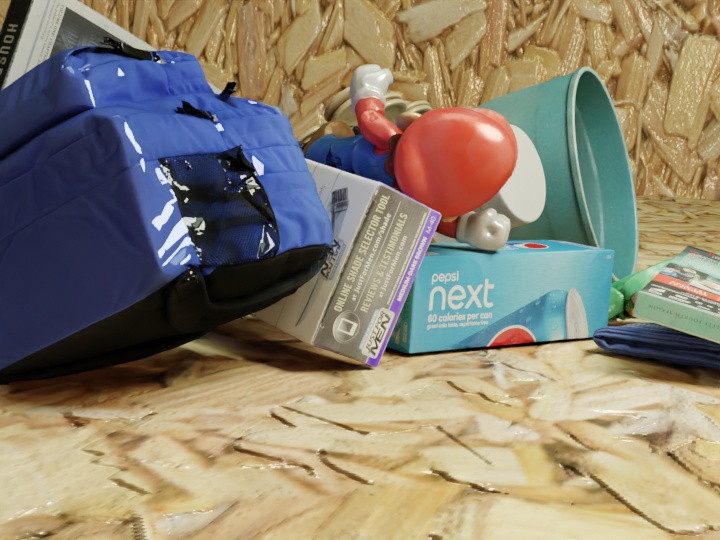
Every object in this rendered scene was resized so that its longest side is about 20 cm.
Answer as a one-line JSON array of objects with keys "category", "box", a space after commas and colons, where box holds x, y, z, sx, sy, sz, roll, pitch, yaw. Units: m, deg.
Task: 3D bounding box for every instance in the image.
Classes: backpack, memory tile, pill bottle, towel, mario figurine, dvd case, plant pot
[{"category": "backpack", "box": [-0.115, -0.040, 0.808, 0.162, 0.168, 0.200, -19, -6, 31]}, {"category": "memory tile", "box": [-0.032, -0.095, 1.297, 0.200, 0.017, 0.153, -43, -21, 25]}, {"category": "pill bottle", "box": [0.051, -0.059, 1.192, 0.200, 0.111, 0.111, -14, -4, 36]}, {"category": "towel", "box": [0.279, 0.054, 1.013, 0.200, 0.024, 0.145, -1, 6, -45]}, {"category": "mario figurine", "box": [0.046, -0.078, 0.989, 0.123, 0.106, 0.200, 28, -14, -29]}, {"category": "dvd case", "box": [-0.165, -0.076, 0.897, 0.025, 0.151, 0.200, 11, -9, 34]}, {"category": "plant pot", "box": [0.140, -0.069, 1.305, 0.188, 0.201, 0.200, -11, 1, 24]}, {"category": "dvd case", "box": [0.275, 0.026, 0.961, 0.146, 0.022, 0.200, 18, 17, 17]}]

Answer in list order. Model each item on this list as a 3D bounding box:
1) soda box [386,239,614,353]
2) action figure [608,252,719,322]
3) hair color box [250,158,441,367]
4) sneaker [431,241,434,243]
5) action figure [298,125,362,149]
[{"category": "soda box", "box": [0.092, 0.016, 1.013, 0.200, 0.068, 0.064, -2, 10, -38]}, {"category": "action figure", "box": [0.267, 0.013, 1.115, 0.200, 0.055, 0.118, -11, -9, -11]}, {"category": "hair color box", "box": [-0.047, -0.020, 0.944, 0.065, 0.110, 0.200, 23, 0, -39]}, {"category": "sneaker", "box": [0.000, 0.000, 1.071, 0.200, 0.074, 0.087, 5, -1, -32]}, {"category": "action figure", "box": [-0.092, -0.080, 1.145, 0.200, 0.119, 0.102, 7, -28, 23]}]
